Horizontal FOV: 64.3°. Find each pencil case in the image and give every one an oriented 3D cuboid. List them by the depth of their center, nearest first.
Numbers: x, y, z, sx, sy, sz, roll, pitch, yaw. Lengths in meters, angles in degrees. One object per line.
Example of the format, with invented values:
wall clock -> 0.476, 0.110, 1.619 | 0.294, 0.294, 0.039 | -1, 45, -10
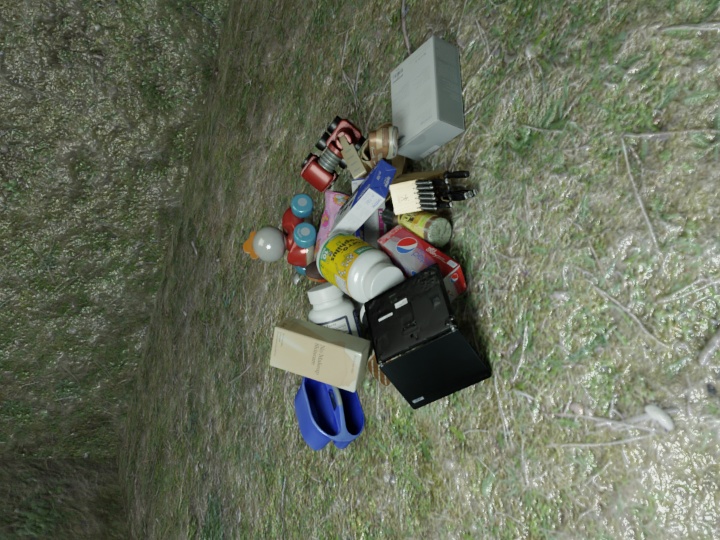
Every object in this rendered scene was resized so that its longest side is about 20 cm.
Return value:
pencil case -> -0.067, -0.105, 1.486 | 0.087, 0.086, 0.205 | 10, 89, 57

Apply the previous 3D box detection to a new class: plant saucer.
plant saucer -> 0.059, -0.248, 1.366 | 0.199, 0.035, 0.205 | -20, 66, 54

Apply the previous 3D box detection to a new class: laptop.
laptop -> 0.119, 0.124, 1.056 | 0.176, 0.103, 0.203 | -30, 58, 27

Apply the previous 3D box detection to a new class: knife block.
knife block -> 0.152, -0.168, 1.171 | 0.200, 0.172, 0.065 | -56, -45, -69

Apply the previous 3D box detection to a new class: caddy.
caddy -> -0.070, 0.313, 1.317 | 0.106, 0.139, 0.202 | -57, 40, 35

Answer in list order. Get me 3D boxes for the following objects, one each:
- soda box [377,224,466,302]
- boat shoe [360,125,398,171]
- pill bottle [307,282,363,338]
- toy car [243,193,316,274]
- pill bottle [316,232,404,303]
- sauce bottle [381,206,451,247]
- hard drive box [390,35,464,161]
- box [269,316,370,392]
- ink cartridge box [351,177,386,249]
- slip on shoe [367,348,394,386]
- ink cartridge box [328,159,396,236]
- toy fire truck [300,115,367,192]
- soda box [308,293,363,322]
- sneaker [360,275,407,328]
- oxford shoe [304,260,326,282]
soda box -> 0.119, -0.013, 1.137 | 0.063, 0.071, 0.200 | -37, 43, -12
boat shoe -> 0.036, -0.261, 1.251 | 0.200, 0.070, 0.077 | 113, 156, -76
pill bottle -> -0.056, 0.133, 1.306 | 0.110, 0.110, 0.204 | -4, 104, 56
toy car -> -0.221, -0.091, 1.556 | 0.185, 0.195, 0.180 | 101, 163, -63
pill bottle -> 0.000, 0.000, 1.191 | 0.199, 0.111, 0.115 | 32, 108, 51
sauce bottle -> 0.111, -0.099, 1.218 | 0.199, 0.064, 0.066 | 25, 102, 55
hard drive box -> 0.140, -0.367, 1.236 | 0.155, 0.076, 0.204 | -24, 61, 53
box -> -0.085, 0.176, 1.223 | 0.196, 0.078, 0.097 | 14, 106, 14
ink cartridge box -> 0.021, -0.114, 1.343 | 0.094, 0.037, 0.205 | 6, 103, 57
slip on shoe -> 0.059, 0.174, 1.194 | 0.076, 0.060, 0.202 | 36, 150, 25
ink cartridge box -> 0.002, -0.146, 1.256 | 0.200, 0.044, 0.095 | -43, 21, 51
toy fire truck -> -0.058, -0.260, 1.373 | 0.177, 0.128, 0.201 | -50, 11, 15
soda box -> -0.054, 0.101, 1.420 | 0.201, 0.062, 0.069 | -52, 40, 36
sneaker -> 0.068, 0.101, 1.219 | 0.200, 0.072, 0.114 | -44, 45, 41
oxford shoe -> -0.074, -0.025, 1.374 | 0.198, 0.072, 0.072 | -17, 47, 41
